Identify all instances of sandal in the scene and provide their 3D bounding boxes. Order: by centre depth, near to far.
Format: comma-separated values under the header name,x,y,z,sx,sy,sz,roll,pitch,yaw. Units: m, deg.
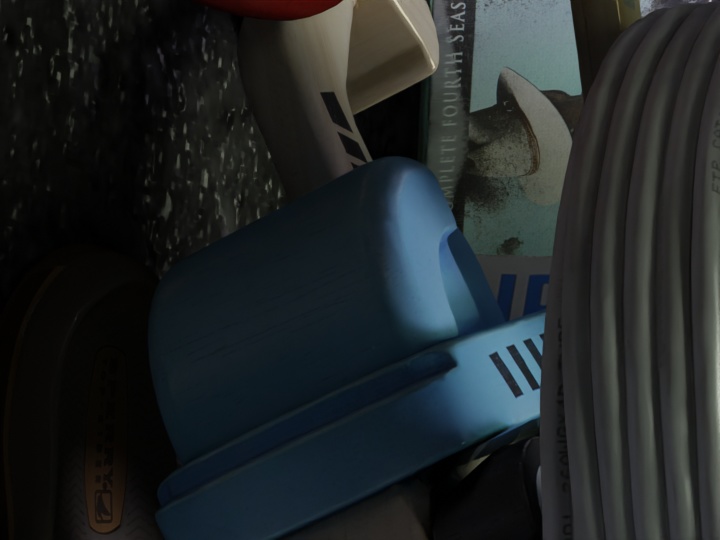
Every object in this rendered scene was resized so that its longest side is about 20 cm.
name,x,y,z,sx,sy,sz,roll,pitch,yaw
sandal,-0.051,0.094,0.696,0.082,0.055,0.200,9,82,-64

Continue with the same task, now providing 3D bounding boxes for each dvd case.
name,x,y,z,sx,sy,sz,roll,pitch,yaw
dvd case,0.117,-0.052,0.847,0.146,0.200,0.022,92,-5,-49

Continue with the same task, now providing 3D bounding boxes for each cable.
name,x,y,z,sx,sy,sz,roll,pitch,yaw
cable,0.098,0.035,0.645,0.200,0.069,0.200,-56,137,-56

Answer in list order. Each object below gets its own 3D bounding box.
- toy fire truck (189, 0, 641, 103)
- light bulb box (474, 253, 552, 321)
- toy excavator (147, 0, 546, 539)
name,x,y,z,sx,sy,sz,roll,pitch,yaw
toy fire truck,0.005,-0.085,0.650,0.129,0.200,0.176,-59,167,26
light bulb box,0.082,0.105,0.810,0.125,0.198,0.200,42,53,-60
toy excavator,0.000,0.000,0.712,0.200,0.100,0.194,66,22,3
